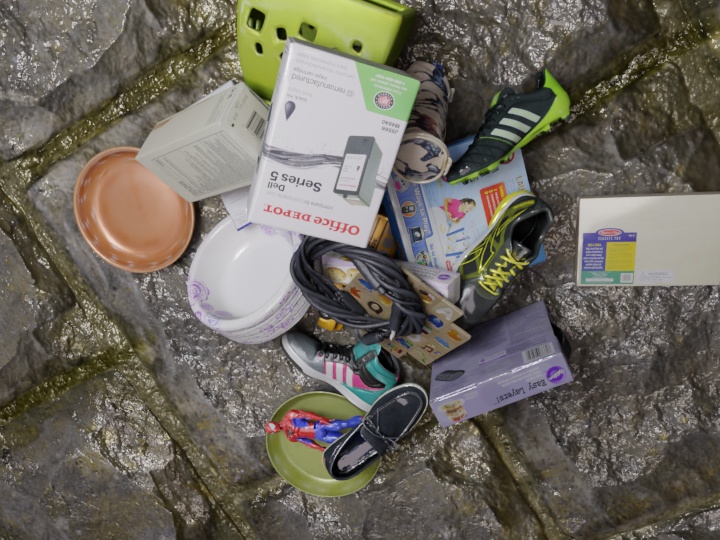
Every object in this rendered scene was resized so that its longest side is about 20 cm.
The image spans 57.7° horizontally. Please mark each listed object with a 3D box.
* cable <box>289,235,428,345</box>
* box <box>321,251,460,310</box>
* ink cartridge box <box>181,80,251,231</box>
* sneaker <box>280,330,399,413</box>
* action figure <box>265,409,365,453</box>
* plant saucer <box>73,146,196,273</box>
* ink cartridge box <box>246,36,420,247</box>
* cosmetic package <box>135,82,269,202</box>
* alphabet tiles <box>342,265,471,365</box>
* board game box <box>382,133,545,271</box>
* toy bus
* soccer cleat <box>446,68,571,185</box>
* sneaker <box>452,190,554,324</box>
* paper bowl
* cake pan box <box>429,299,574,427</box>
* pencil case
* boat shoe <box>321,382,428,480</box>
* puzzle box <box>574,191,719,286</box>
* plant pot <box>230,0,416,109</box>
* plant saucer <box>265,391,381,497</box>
[{"bbox_3d":[-0.004,0.026,0.847,0.163,0.051,0.200,-4,132,45],"label":"cable"},{"bbox_3d":[0.038,0.008,0.892,0.200,0.039,0.042,14,121,30],"label":"box"},{"bbox_3d":[-0.180,-0.167,0.963,0.095,0.037,0.200,-27,85,15],"label":"ink cartridge box"},{"bbox_3d":[-0.017,0.130,1.024,0.200,0.084,0.121,35,114,-11],"label":"sneaker"},{"bbox_3d":[-0.057,0.260,1.061,0.199,0.052,0.066,3,112,9],"label":"action figure"},{"bbox_3d":[-0.352,-0.096,1.033,0.200,0.037,0.201,3,107,9],"label":"plant saucer"},{"bbox_3d":[-0.036,-0.141,0.741,0.145,0.084,0.200,12,111,-14],"label":"ink cartridge box"},{"bbox_3d":[-0.190,-0.159,0.849,0.200,0.071,0.105,-6,143,42],"label":"cosmetic package"},{"bbox_3d":[0.054,0.063,0.898,0.166,0.006,0.200,37,148,-4],"label":"alphabet tiles"},{"bbox_3d":[0.141,-0.079,0.919,0.195,0.056,0.201,-18,104,-8],"label":"board game box"},{"bbox_3d":[0.000,0.000,0.994,0.078,0.065,0.200,21,108,0],"label":"toy bus"},{"bbox_3d":[0.182,-0.184,0.849,0.200,0.068,0.081,-36,96,-9],"label":"soccer cleat"},{"bbox_3d":[0.183,-0.016,0.867,0.074,0.085,0.200,26,95,-14],"label":"sneaker"},{"bbox_3d":[-0.147,0.012,0.968,0.200,0.201,0.104,-24,145,15],"label":"paper bowl"},{"bbox_3d":[0.198,0.127,0.940,0.200,0.184,0.052,-25,106,14],"label":"cake pan box"},{"bbox_3d":[0.079,-0.195,0.850,0.089,0.200,0.078,3,135,4],"label":"pencil case"},{"bbox_3d":[0.025,0.250,0.998,0.200,0.062,0.075,-39,99,3],"label":"boat shoe"},{"bbox_3d":[0.411,-0.044,0.938,0.199,0.025,0.133,0,107,9],"label":"puzzle box"},{"bbox_3d":[-0.052,-0.278,0.852,0.199,0.200,0.182,20,116,2],"label":"plant pot"},{"bbox_3d":[-0.060,0.290,1.109,0.199,0.031,0.201,2,107,7],"label":"plant saucer"}]
